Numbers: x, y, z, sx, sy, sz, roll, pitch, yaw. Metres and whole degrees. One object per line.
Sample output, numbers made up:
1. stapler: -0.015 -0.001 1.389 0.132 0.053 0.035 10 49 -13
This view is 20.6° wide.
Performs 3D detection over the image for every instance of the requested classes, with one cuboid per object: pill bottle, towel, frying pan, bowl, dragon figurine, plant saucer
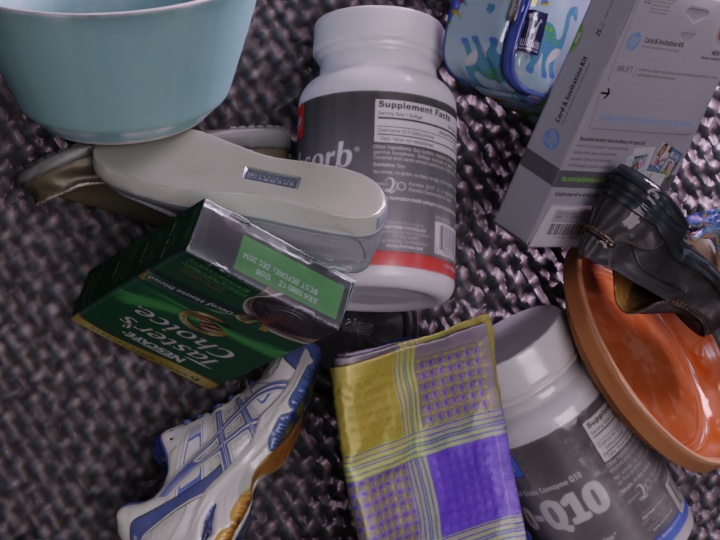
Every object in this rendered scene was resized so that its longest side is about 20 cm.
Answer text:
1. pill bottle: 0.011 -0.077 1.407 0.115 0.116 0.201 6 77 -22
2. towel: 0.051 0.139 1.379 0.143 0.023 0.201 -11 95 -35
3. frying pan: 0.012 0.011 1.472 0.115 0.031 0.190 36 83 -20
4. bowl: -0.162 -0.153 1.322 0.200 0.201 0.105 -12 118 -20
5. dragon figurine: 0.328 -0.005 1.577 0.199 0.059 0.100 0 93 -20
6. plant saucer: 0.216 0.062 1.490 0.032 0.201 0.200 -33 110 28
7. pill bottle: 0.156 0.133 1.487 0.114 0.114 0.200 -36 104 -16

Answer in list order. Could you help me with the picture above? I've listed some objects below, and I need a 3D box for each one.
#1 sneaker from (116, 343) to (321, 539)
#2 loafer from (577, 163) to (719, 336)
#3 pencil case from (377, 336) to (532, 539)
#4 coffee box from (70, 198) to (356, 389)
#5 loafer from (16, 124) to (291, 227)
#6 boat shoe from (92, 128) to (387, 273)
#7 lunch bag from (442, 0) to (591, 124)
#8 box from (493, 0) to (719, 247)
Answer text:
1. sneaker: -0.098 0.119 1.383 0.088 0.075 0.200 24 59 11
2. loafer: 0.212 0.001 1.454 0.072 0.073 0.200 -49 136 -5
3. pencil case: 0.053 0.148 1.454 0.087 0.078 0.200 -24 113 8
4. coffee box: -0.103 0.021 1.334 0.123 0.200 0.044 29 64 -22
5. loafer: -0.139 -0.061 1.381 0.199 0.075 0.070 -7 91 -21
6. boat shoe: -0.083 -0.039 1.314 0.200 0.070 0.072 13 128 5
7. lunch bag: 0.149 -0.190 1.442 0.200 0.082 0.161 22 83 -53
8. box: 0.191 -0.112 1.423 0.156 0.041 0.201 -2 122 -49
